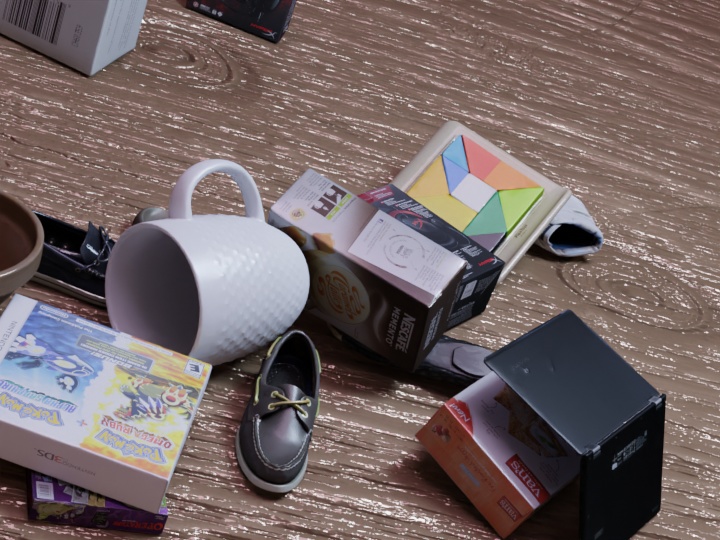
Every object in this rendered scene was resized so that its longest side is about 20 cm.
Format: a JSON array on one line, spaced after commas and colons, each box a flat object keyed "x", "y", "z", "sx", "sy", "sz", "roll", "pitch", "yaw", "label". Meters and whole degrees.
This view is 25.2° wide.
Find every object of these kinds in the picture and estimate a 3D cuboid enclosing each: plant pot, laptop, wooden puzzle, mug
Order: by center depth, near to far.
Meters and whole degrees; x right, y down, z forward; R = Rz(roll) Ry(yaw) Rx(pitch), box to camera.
[{"x": -0.400, "y": -0.004, "z": 1.504, "sx": 0.199, "sy": 0.094, "sz": 0.201, "roll": 10, "pitch": 29, "yaw": -6, "label": "plant pot"}, {"x": 0.214, "y": 0.166, "z": 1.592, "sx": 0.115, "sy": 0.202, "sz": 0.187, "roll": 10, "pitch": 19, "yaw": 33, "label": "laptop"}, {"x": -0.142, "y": -0.009, "z": 1.593, "sx": 0.147, "sy": 0.202, "sz": 0.174, "roll": 5, "pitch": 11, "yaw": 42, "label": "mug"}, {"x": 0.135, "y": -0.089, "z": 1.991, "sx": 0.199, "sy": 0.037, "sz": 0.185, "roll": 31, "pitch": 60, "yaw": 20, "label": "wooden puzzle"}]

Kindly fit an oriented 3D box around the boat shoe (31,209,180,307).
[{"x": -0.275, "y": -0.012, "z": 1.644, "sx": 0.198, "sy": 0.063, "sz": 0.075, "roll": 18, "pitch": 28, "yaw": -9, "label": "boat shoe"}]

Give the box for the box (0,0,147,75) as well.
[{"x": -0.376, "y": -0.390, "z": 2.056, "sx": 0.197, "sy": 0.201, "sz": 0.131, "roll": 25, "pitch": 30, "yaw": 7, "label": "box"}]

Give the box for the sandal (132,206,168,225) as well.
[{"x": -0.153, "y": -0.029, "z": 1.759, "sx": 0.199, "sy": 0.055, "sz": 0.082, "roll": 27, "pitch": 30, "yaw": 7, "label": "sandal"}]

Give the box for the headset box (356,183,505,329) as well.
[{"x": 0.042, "y": -0.017, "z": 1.849, "sx": 0.199, "sy": 0.076, "sz": 0.148, "roll": 36, "pitch": 32, "yaw": 23, "label": "headset box"}]

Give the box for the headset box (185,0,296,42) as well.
[{"x": -0.149, "y": -0.452, "z": 2.311, "sx": 0.147, "sy": 0.201, "sz": 0.077, "roll": 22, "pitch": 28, "yaw": -1, "label": "headset box"}]

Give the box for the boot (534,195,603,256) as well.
[{"x": 0.218, "y": -0.071, "z": 2.055, "sx": 0.198, "sy": 0.074, "sz": 0.096, "roll": 8, "pitch": 25, "yaw": -25, "label": "boot"}]

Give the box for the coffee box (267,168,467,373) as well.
[{"x": 0.000, "y": 0.000, "z": 1.678, "sx": 0.199, "sy": 0.115, "sz": 0.080, "roll": 30, "pitch": 51, "yaw": 16, "label": "coffee box"}]

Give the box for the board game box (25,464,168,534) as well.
[{"x": -0.240, "y": 0.150, "z": 1.434, "sx": 0.119, "sy": 0.033, "sz": 0.201, "roll": 7, "pitch": 33, "yaw": -18, "label": "board game box"}]

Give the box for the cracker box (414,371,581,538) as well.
[{"x": 0.160, "y": 0.166, "z": 1.613, "sx": 0.134, "sy": 0.058, "sz": 0.199, "roll": 48, "pitch": 36, "yaw": 11, "label": "cracker box"}]

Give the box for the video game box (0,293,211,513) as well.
[{"x": -0.245, "y": 0.113, "z": 1.421, "sx": 0.198, "sy": 0.047, "sz": 0.183, "roll": 20, "pitch": 32, "yaw": -4, "label": "video game box"}]

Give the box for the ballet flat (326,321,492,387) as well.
[{"x": 0.055, "y": 0.088, "z": 1.729, "sx": 0.198, "sy": 0.057, "sz": 0.067, "roll": 21, "pitch": 56, "yaw": 8, "label": "ballet flat"}]

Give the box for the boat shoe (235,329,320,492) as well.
[{"x": -0.076, "y": 0.131, "z": 1.541, "sx": 0.071, "sy": 0.061, "sz": 0.202, "roll": 17, "pitch": 30, "yaw": -9, "label": "boat shoe"}]
